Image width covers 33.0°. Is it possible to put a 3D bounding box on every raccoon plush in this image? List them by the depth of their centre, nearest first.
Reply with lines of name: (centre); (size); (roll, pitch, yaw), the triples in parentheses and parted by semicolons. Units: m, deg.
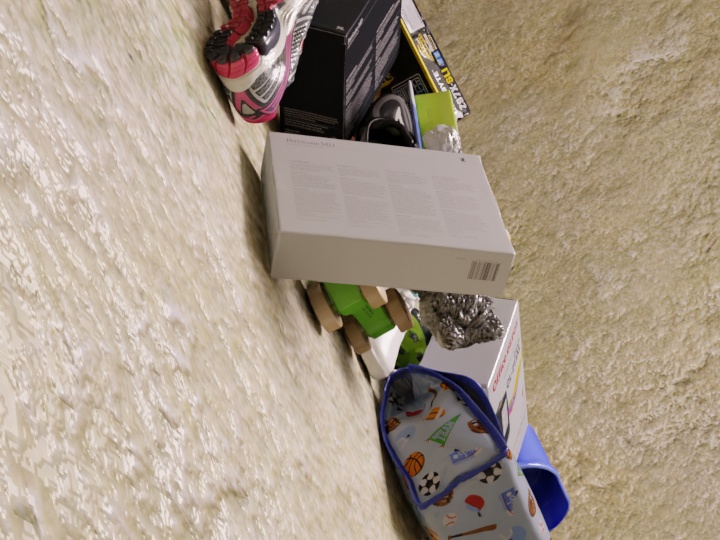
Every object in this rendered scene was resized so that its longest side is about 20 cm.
raccoon plush: (0.080, -0.017, 1.149); (0.202, 0.096, 0.135); (81, -16, -45)

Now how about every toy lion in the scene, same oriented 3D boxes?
toy lion: (-0.025, -0.025, 1.183); (0.193, 0.068, 0.200); (65, 6, 17)

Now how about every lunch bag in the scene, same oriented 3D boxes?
lunch bag: (0.099, 0.204, 1.222); (0.171, 0.123, 0.200); (64, -7, -30)

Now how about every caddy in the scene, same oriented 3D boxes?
caddy: (0.182, 0.280, 1.513); (0.201, 0.140, 0.106); (59, 7, -49)

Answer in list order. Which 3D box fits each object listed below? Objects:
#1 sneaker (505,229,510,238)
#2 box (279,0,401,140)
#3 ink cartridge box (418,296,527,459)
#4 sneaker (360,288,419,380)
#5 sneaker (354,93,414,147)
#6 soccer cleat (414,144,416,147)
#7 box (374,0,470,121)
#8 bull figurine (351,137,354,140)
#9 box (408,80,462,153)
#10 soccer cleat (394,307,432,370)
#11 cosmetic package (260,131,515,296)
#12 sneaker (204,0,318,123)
sneaker: (0.109, -0.028, 1.668); (0.088, 0.198, 0.076); (59, 33, -13)
box: (-0.018, -0.245, 1.275); (0.201, 0.078, 0.142); (-64, 165, -45)
ink cartridge box: (0.130, 0.149, 1.371); (0.146, 0.082, 0.202); (-63, 152, -45)
sneaker: (0.039, 0.022, 1.296); (0.076, 0.087, 0.202); (61, 25, -45)
sneaker: (0.030, -0.127, 1.261); (0.070, 0.083, 0.201); (27, 36, -9)
soccer cleat: (0.007, -0.118, 1.357); (0.199, 0.064, 0.085); (2, 85, -56)
box: (0.020, -0.218, 1.459); (0.049, 0.199, 0.161); (-36, 100, -42)
bull figurine: (-0.049, -0.202, 1.401); (0.121, 0.064, 0.202); (43, 31, -55)
box: (0.088, -0.093, 1.295); (0.201, 0.047, 0.123); (77, 4, -51)
soccer cleat: (0.074, 0.094, 1.406); (0.081, 0.067, 0.201); (-57, 149, -29)
cosmetic package: (0.018, -0.049, 1.031); (0.152, 0.197, 0.052); (-99, -161, -50)
sneaker: (-0.085, -0.211, 1.106); (0.201, 0.080, 0.075); (-66, 145, -46)
